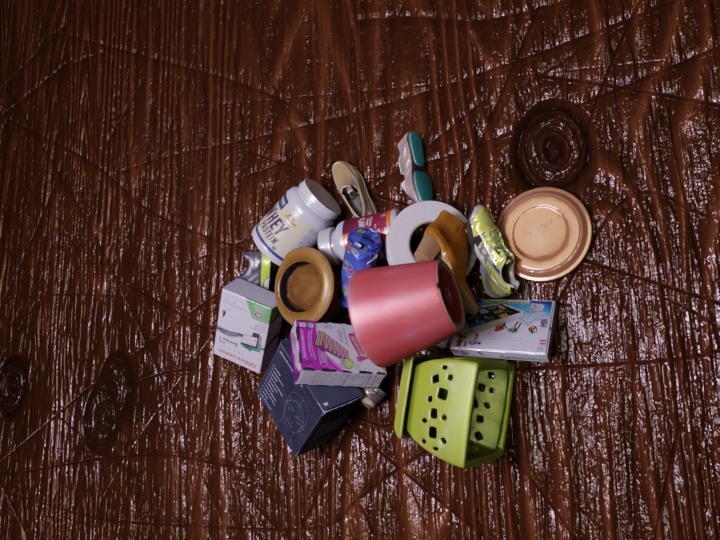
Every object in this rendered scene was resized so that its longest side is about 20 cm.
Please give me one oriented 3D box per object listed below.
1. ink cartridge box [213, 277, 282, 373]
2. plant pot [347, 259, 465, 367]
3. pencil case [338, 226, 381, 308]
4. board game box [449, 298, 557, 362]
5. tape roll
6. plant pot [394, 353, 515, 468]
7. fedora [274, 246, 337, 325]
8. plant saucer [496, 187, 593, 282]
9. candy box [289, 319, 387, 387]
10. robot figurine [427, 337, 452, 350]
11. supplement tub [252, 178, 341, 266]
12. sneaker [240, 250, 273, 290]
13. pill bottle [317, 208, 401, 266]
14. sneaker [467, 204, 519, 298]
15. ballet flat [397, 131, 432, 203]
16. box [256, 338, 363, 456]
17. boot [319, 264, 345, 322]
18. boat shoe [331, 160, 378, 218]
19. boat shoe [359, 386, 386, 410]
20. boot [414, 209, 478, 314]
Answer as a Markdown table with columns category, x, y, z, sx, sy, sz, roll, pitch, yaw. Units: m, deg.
| category | x | y | z | sx | sy | sz | roll | pitch | yaw |
| --- | --- | --- | --- | --- | --- | --- | --- | --- | --- |
| ink cartridge box | -0.284 | 0.142 | 1.484 | 0.146 | 0.084 | 0.201 | 20 | 116 | 14 |
| plant pot | 0.096 | 0.071 | 1.131 | 0.177 | 0.200 | 0.201 | -18 | 73 | 24 |
| pencil case | 0.000 | 0.000 | 1.303 | 0.087 | 0.078 | 0.200 | 45 | 142 | 35 |
| board game box | 0.294 | 0.119 | 1.196 | 0.199 | 0.035 | 0.127 | 0 | 54 | 31 |
| tape roll | 0.155 | -0.052 | 1.273 | 0.202 | 0.037 | 0.204 | 1 | 80 | -8 |
| plant pot | 0.185 | 0.267 | 1.180 | 0.181 | 0.199 | 0.201 | 7 | 86 | 37 |
| fedora | -0.117 | 0.039 | 1.374 | 0.200 | 0.082 | 0.201 | -4 | 84 | 41 |
| plant saucer | 0.377 | -0.076 | 1.211 | 0.200 | 0.032 | 0.201 | -5 | 80 | 29 |
| candy box | -0.051 | 0.187 | 1.303 | 0.137 | 0.199 | 0.061 | -103 | 29 | -41 |
| robot figurine | 0.113 | 0.108 | 1.289 | 0.200 | 0.113 | 0.170 | 13 | 125 | 34 |
| supplement tub | -0.160 | -0.120 | 1.473 | 0.200 | 0.145 | 0.145 | -44 | 63 | 18 |
| sneaker | -0.276 | 0.038 | 1.533 | 0.081 | 0.074 | 0.201 | 7 | 100 | -1 |
| pill bottle | 0.008 | -0.072 | 1.369 | 0.199 | 0.110 | 0.110 | -12 | 76 | 18 |
| sneaker | 0.283 | -0.042 | 1.211 | 0.076 | 0.075 | 0.201 | -10 | 100 | 54 |
| ballet flat | 0.125 | -0.228 | 1.376 | 0.067 | 0.068 | 0.201 | -25 | 63 | 46 |
| box | -0.124 | 0.286 | 1.363 | 0.200 | 0.124 | 0.197 | 53 | 135 | 26 |
| boot | -0.098 | 0.041 | 1.471 | 0.200 | 0.072 | 0.167 | -29 | 56 | 25 |
| boat shoe | -0.023 | -0.201 | 1.444 | 0.072 | 0.076 | 0.200 | -42 | 64 | 19 |
| boat shoe | -0.008 | 0.234 | 1.377 | 0.065 | 0.073 | 0.200 | -36 | 65 | 0 |
| boot | 0.210 | -0.021 | 1.225 | 0.144 | 0.201 | 0.071 | -50 | 16 | -30 |
